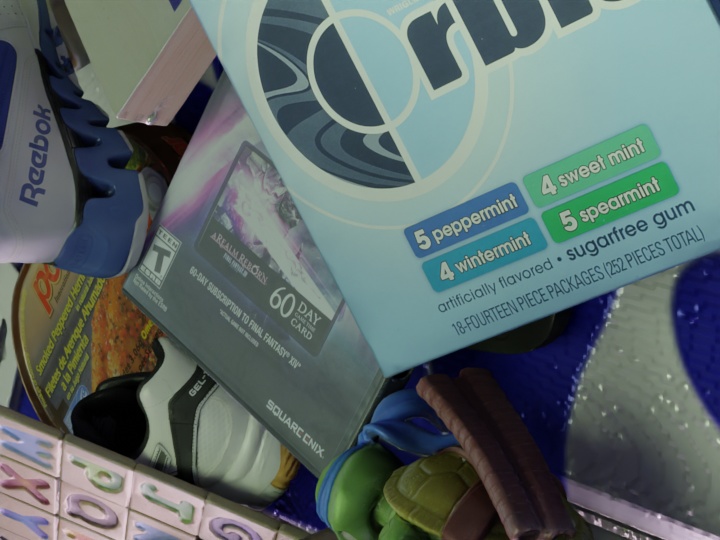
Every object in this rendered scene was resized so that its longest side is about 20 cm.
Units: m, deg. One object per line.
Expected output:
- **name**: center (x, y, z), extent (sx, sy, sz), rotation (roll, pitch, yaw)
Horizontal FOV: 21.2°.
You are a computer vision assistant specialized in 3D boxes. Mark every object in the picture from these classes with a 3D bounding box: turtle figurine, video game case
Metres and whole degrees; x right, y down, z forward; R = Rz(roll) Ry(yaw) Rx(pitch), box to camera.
- **turtle figurine**: center (0.058, 0.148, 0.686), extent (0.193, 0.200, 0.144), rotation (9, 151, 33)
- **video game case**: center (-0.010, -0.036, 0.762), extent (0.143, 0.019, 0.200), rotation (40, 114, 32)

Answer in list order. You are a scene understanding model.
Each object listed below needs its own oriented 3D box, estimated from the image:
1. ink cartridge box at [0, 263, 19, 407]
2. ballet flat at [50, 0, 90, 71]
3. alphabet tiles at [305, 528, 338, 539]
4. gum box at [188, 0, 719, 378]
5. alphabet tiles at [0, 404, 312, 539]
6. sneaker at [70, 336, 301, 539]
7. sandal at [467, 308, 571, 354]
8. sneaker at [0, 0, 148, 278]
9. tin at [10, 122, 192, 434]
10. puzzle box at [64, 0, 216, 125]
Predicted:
- **ink cartridge box**: center (-0.270, 0.000, 1.088), extent (0.200, 0.067, 0.117), rotation (44, 133, 31)
- **ballet flat**: center (-0.139, -0.132, 0.896), extent (0.067, 0.067, 0.200), rotation (44, 136, -2)
- **alphabet tiles**: center (-0.030, 0.197, 0.765), extent (0.008, 0.200, 0.168), rotation (-4, 101, 56)
- **gum box**: center (0.036, -0.084, 0.625), extent (0.170, 0.045, 0.200), rotation (-22, 98, 34)
- **alphabet tiles**: center (-0.095, 0.147, 0.891), extent (0.167, 0.008, 0.200), rotation (22, 143, 6)
- **sneaker**: center (-0.099, 0.086, 0.886), extent (0.087, 0.076, 0.200), rotation (28, 139, -16)
- **sandal**: center (0.000, 0.000, 0.789), extent (0.200, 0.045, 0.075), rotation (4, 106, 49)
- **sneaker**: center (-0.182, -0.074, 0.817), extent (0.200, 0.115, 0.081), rotation (54, 130, 26)
- **tin**: center (-0.115, 0.012, 0.936), extent (0.112, 0.042, 0.200), rotation (51, 137, 19)
- **puzzle box**: center (-0.085, -0.171, 0.755), extent (0.133, 0.025, 0.200), rotation (-50, 50, 31)
